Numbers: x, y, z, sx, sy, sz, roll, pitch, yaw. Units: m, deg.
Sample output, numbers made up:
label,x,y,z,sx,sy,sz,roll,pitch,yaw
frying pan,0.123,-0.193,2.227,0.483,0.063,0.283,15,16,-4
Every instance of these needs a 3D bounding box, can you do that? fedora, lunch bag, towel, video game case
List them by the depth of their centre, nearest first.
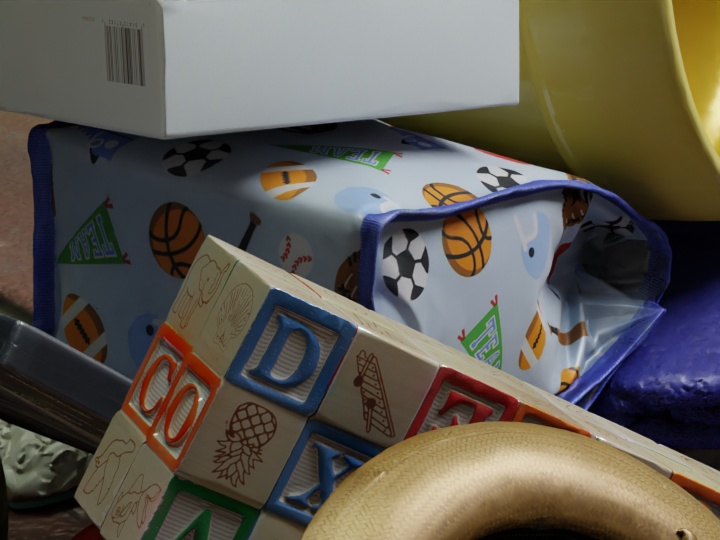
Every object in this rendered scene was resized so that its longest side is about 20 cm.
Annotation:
label,x,y,z,sx,sy,sz,roll,pitch,yaw
fedora,0.041,0.143,0.681,0.200,0.202,0.082,-16,-14,-36
video game case,-0.118,0.037,0.886,0.143,0.019,0.199,32,-13,-38
lunch bag,0.000,0.000,0.970,0.169,0.125,0.199,18,22,33
towel,0.161,0.004,1.067,0.146,0.050,0.201,-1,36,2

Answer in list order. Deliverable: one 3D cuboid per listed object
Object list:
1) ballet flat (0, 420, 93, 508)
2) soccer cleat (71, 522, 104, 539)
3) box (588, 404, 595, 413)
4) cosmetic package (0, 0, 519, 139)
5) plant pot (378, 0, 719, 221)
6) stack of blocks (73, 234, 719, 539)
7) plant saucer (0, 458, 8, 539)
label,x,y,z,sx,sy,sz,roll,pitch,yaw
ballet flat,-0.098,0.040,1.138,0.071,0.072,0.200,10,22,34
soccer cleat,-0.008,0.108,0.925,0.198,0.069,0.085,-6,-3,6
box,0.089,0.013,1.188,0.064,0.071,0.200,-12,20,-24
cosmetic package,-0.060,-0.086,0.947,0.150,0.052,0.199,-10,14,-34
plant pot,0.083,-0.120,1.052,0.188,0.202,0.200,0,16,32
stack of blocks,0.020,0.085,0.757,0.199,0.116,0.059,26,4,-27
plant saucer,-0.197,0.046,0.956,0.031,0.200,0.200,-40,10,16
